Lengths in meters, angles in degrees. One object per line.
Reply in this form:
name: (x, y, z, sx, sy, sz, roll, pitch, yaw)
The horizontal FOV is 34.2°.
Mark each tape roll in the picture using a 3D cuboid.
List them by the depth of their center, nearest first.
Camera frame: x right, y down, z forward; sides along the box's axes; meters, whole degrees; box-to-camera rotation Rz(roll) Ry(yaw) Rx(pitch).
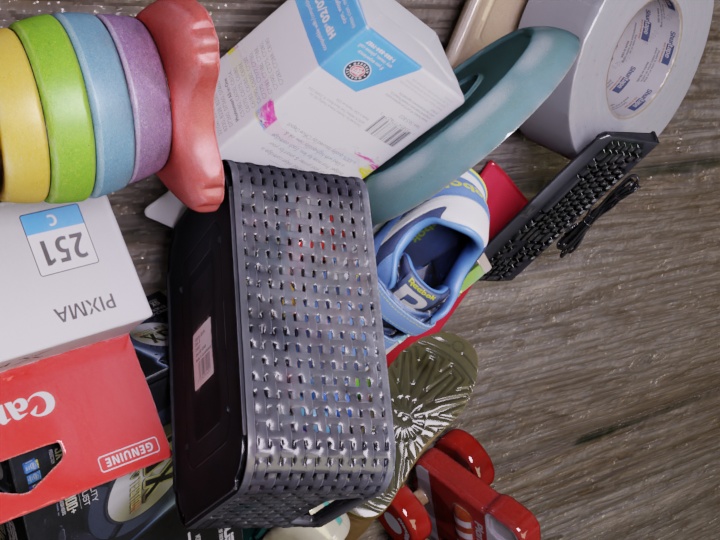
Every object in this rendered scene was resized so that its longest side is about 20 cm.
tape roll: (0.212, -0.187, 0.976, 0.199, 0.066, 0.202, -31, 137, -34)

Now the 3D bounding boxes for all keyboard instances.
keyboard: (0.183, -0.051, 1.008, 0.126, 0.021, 0.200, -6, 150, -42)

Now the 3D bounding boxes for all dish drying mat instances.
dish drying mat: (0.075, 0.001, 1.037, 0.201, 0.018, 0.077, -54, 140, -4)

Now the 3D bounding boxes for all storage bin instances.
storage bin: (-0.056, 0.049, 0.719, 0.093, 0.202, 0.135, 6, 155, -25)

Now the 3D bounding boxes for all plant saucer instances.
plant saucer: (0.066, -0.109, 0.822, 0.200, 0.200, 0.027, -45, 105, -15)

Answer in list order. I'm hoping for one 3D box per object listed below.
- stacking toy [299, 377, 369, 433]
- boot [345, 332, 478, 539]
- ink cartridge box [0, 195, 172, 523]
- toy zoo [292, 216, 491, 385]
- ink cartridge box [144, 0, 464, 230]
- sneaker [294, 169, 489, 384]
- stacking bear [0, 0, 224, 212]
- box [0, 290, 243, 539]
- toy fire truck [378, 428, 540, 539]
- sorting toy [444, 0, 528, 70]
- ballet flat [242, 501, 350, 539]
stacking toy: (-0.016, 0.078, 0.951, 0.201, 0.085, 0.085, -58, 140, -6)
boot: (0.021, 0.148, 0.986, 0.175, 0.066, 0.200, -50, 172, -18)
ink cartridge box: (-0.214, 0.054, 0.679, 0.199, 0.045, 0.178, -18, 82, -37)
toy zoo: (0.000, 0.000, 0.910, 0.199, 0.020, 0.132, -37, 105, -23)
ink cartridge box: (-0.046, -0.099, 0.777, 0.199, 0.068, 0.115, -35, 145, 23)
sneaker: (0.019, 0.014, 0.830, 0.074, 0.082, 0.201, 30, 111, -23)
stacking bear: (-0.189, -0.084, 0.650, 0.198, 0.114, 0.123, -14, 121, -26)
box: (-0.176, 0.144, 0.821, 0.163, 0.086, 0.202, -25, 130, -33)
toy fire truck: (0.108, 0.264, 1.118, 0.112, 0.167, 0.201, -32, 133, -26)
sorting toy: (0.148, -0.230, 0.957, 0.199, 0.036, 0.187, 8, 108, -52)
ballet flat: (-0.062, 0.213, 0.916, 0.069, 0.070, 0.200, -26, 170, -32)
